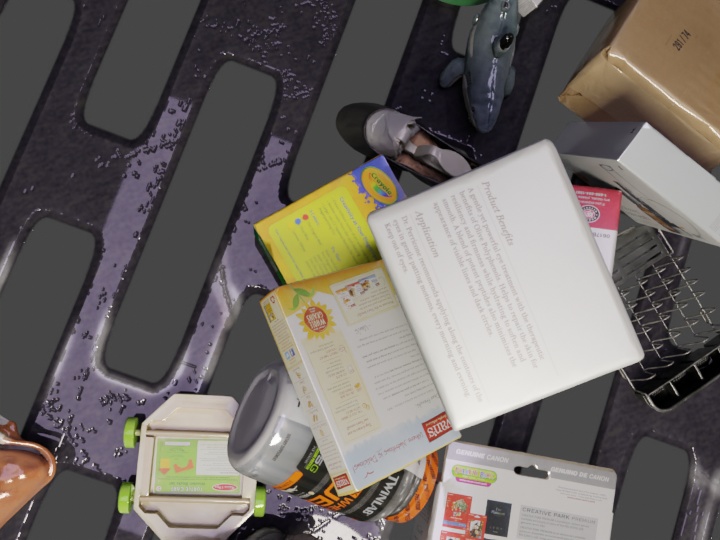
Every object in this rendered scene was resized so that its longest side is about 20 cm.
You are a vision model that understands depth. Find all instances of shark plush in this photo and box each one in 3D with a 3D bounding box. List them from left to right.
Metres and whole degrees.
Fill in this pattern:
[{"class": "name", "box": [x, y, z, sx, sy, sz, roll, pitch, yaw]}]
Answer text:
[{"class": "shark plush", "box": [0.166, -0.261, 0.837, 0.091, 0.083, 0.200, 19, 118, -12]}]

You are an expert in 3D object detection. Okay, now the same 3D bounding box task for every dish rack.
[{"class": "dish rack", "box": [0.350, 0.048, 0.876, 0.153, 0.055, 0.200, -31, 88, -11]}]

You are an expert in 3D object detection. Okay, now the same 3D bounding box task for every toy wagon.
[{"class": "toy wagon", "box": [-0.179, 0.235, 0.793, 0.155, 0.040, 0.201, 4, 84, -7]}]

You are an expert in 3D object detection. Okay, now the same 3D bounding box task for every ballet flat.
[{"class": "ballet flat", "box": [0.066, -0.145, 0.853, 0.200, 0.068, 0.068, 27, 83, -3]}]

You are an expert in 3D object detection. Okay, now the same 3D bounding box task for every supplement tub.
[{"class": "supplement tub", "box": [-0.025, 0.182, 0.761, 0.200, 0.122, 0.123, 28, 80, -22]}]

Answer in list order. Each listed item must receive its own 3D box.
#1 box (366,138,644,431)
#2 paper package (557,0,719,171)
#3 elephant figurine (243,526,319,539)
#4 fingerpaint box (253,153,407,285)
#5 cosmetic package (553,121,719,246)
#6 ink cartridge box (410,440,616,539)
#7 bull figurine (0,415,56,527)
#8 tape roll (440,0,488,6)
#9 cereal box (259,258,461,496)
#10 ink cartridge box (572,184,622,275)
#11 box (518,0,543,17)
[{"class": "box", "box": [0.126, 0.014, 0.689, 0.171, 0.200, 0.199, -23, 87, 6]}, {"class": "paper package", "box": [0.362, -0.228, 0.857, 0.190, 0.103, 0.200, 37, 60, -3]}, {"class": "elephant figurine", "box": [-0.094, 0.382, 0.748, 0.155, 0.141, 0.201, 6, 103, 23]}, {"class": "fingerpaint box", "box": [0.000, 0.000, 0.826, 0.167, 0.073, 0.200, -30, 89, -9]}, {"class": "cosmetic package", "box": [0.306, -0.100, 0.803, 0.151, 0.200, 0.052, 37, 96, -11]}, {"class": "ink cartridge box", "box": [0.165, 0.285, 0.809, 0.199, 0.084, 0.176, 13, 82, -6]}, {"class": "bull figurine", "box": [-0.408, 0.240, 0.747, 0.121, 0.065, 0.200, 45, 79, -4]}, {"class": "tape roll", "box": [0.122, -0.424, 0.882, 0.200, 0.048, 0.201, 2, 84, -21]}, {"class": "cereal box", "box": [0.002, 0.097, 0.716, 0.144, 0.040, 0.200, -14, 77, -39]}, {"class": "ink cartridge box", "box": [0.204, 0.005, 0.828, 0.147, 0.086, 0.201, 7, 84, 9]}, {"class": "box", "box": [0.210, -0.420, 0.872, 0.144, 0.036, 0.200, 45, 73, -12]}]
